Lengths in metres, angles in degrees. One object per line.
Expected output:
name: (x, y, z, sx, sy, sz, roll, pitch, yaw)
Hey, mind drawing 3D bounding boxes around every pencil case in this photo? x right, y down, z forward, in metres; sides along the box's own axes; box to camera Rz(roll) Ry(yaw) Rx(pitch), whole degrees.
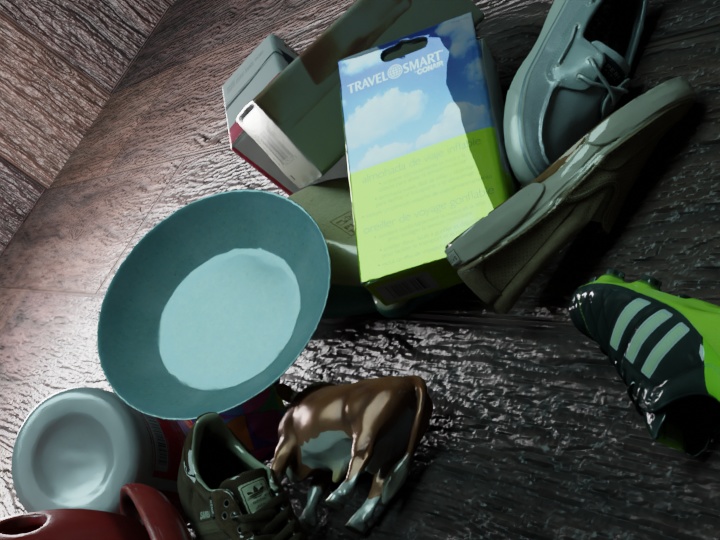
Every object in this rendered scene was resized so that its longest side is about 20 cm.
pencil case: (-0.108, 0.063, 1.161, 0.088, 0.088, 0.201, -28, 69, 49)

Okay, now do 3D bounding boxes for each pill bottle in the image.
pill bottle: (-0.188, 0.161, 1.141, 0.112, 0.112, 0.200, -54, -20, -1)

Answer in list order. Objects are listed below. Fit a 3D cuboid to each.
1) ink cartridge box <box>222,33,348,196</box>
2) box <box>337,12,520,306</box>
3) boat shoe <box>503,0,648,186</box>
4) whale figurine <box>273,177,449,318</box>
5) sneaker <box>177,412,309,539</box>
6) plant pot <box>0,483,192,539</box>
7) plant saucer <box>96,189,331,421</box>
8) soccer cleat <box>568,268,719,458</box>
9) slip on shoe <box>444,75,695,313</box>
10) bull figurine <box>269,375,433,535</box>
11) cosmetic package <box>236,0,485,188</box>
ink cartridge box: (-0.055, -0.140, 1.400, 0.084, 0.145, 0.200, -47, 21, 13)
box: (0.051, -0.084, 1.051, 0.121, 0.048, 0.201, -17, 60, 18)
boat shoe: (0.165, -0.148, 1.038, 0.071, 0.070, 0.201, -17, 44, 50)
whale figurine: (0.000, 0.000, 1.148, 0.159, 0.104, 0.200, -29, 34, -26)
sneaker: (-0.071, 0.175, 0.926, 0.070, 0.076, 0.200, -20, 41, -25)
plant pot: (-0.192, 0.256, 0.954, 0.182, 0.201, 0.200, -16, 11, -18)
plant saucer: (-0.108, 0.031, 1.084, 0.200, 0.039, 0.202, -12, 55, 18)
soccer cleat: (0.162, 0.049, 0.744, 0.081, 0.067, 0.200, -68, 22, -2)
slip on shoe: (0.150, -0.051, 0.940, 0.200, 0.061, 0.076, -38, -4, -7)
bull figurine: (-0.021, 0.126, 1.016, 0.200, 0.065, 0.122, -25, 39, 58)
cosmetic package: (-0.002, -0.172, 1.199, 0.200, 0.087, 0.103, -45, 6, -14)
